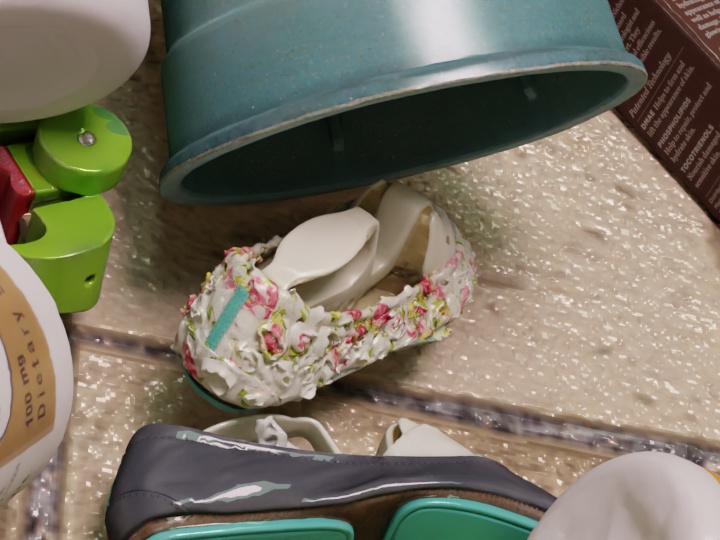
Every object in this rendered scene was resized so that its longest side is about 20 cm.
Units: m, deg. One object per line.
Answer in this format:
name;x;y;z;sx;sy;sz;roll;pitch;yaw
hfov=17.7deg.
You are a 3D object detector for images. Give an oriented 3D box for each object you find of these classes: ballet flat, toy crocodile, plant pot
ballet flat;0.000;0.086;0.879;0.199;0.073;0.073;5;49;-19
ballet flat;0.000;0.000;0.926;0.075;0.064;0.200;33;30;15
toy crocodile;-0.142;-0.064;0.941;0.061;0.068;0.201;-5;54;-28
plant pot;-0.003;-0.147;0.939;0.199;0.200;0.197;-8;82;-31

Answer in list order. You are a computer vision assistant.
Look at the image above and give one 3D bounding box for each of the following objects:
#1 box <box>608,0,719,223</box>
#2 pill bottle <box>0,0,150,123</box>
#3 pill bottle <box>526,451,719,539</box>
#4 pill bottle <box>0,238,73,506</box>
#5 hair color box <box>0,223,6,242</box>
box;0.172;-0.110;1.132;0.100;0.075;0.200;-22;65;-38
pill bottle;-0.143;-0.166;0.884;0.110;0.111;0.201;1;67;-25
pill bottle;0.155;0.153;0.834;0.200;0.116;0.117;28;41;-28
pill bottle;-0.186;0.058;0.742;0.114;0.115;0.200;36;27;8
hair color box;-0.243;-0.028;0.865;0.199;0.061;0.102;-1;51;-28
